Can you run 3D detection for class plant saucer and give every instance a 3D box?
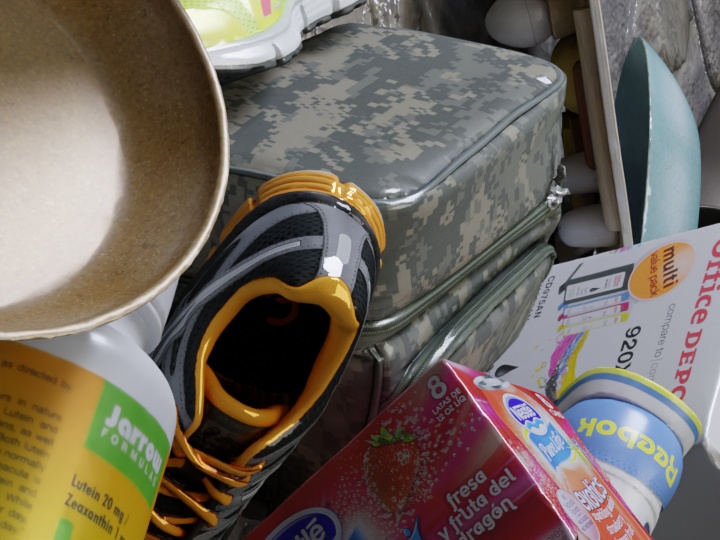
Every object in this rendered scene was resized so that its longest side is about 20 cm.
[{"bbox_3d":[0.164,-0.031,1.225,0.201,0.039,0.202,-175,-90,-89],"label":"plant saucer"},{"bbox_3d":[-0.139,-0.056,0.692,0.200,0.035,0.201,18,50,-22],"label":"plant saucer"}]

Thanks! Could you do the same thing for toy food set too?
[{"bbox_3d":[0.104,-0.092,1.179,0.144,0.060,0.201,-86,167,-73],"label":"toy food set"}]

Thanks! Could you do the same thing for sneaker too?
[{"bbox_3d":[-0.059,0.056,0.798,0.200,0.078,0.077,-59,-166,17],"label":"sneaker"},{"bbox_3d":[-0.060,-0.129,0.898,0.200,0.078,0.091,-49,122,-58],"label":"sneaker"},{"bbox_3d":[0.077,0.122,0.967,0.200,0.074,0.082,-59,-175,50],"label":"sneaker"}]

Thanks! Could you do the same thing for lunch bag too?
[{"bbox_3d":[0.000,0.000,0.935,0.200,0.139,0.168,-39,139,-54],"label":"lunch bag"}]

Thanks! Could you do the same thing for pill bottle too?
[{"bbox_3d":[-0.125,0.074,0.717,0.111,0.111,0.201,50,46,-48],"label":"pill bottle"}]

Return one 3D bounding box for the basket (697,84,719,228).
[{"bbox_3d":[0.271,-0.035,1.419,0.180,0.136,0.200,51,43,-5],"label":"basket"}]

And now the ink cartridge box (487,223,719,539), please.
[{"bbox_3d":[0.142,0.086,1.079,0.145,0.200,0.148,46,48,-30],"label":"ink cartridge box"}]

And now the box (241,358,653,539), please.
[{"bbox_3d":[0.008,0.139,0.860,0.096,0.200,0.100,54,16,27],"label":"box"}]
